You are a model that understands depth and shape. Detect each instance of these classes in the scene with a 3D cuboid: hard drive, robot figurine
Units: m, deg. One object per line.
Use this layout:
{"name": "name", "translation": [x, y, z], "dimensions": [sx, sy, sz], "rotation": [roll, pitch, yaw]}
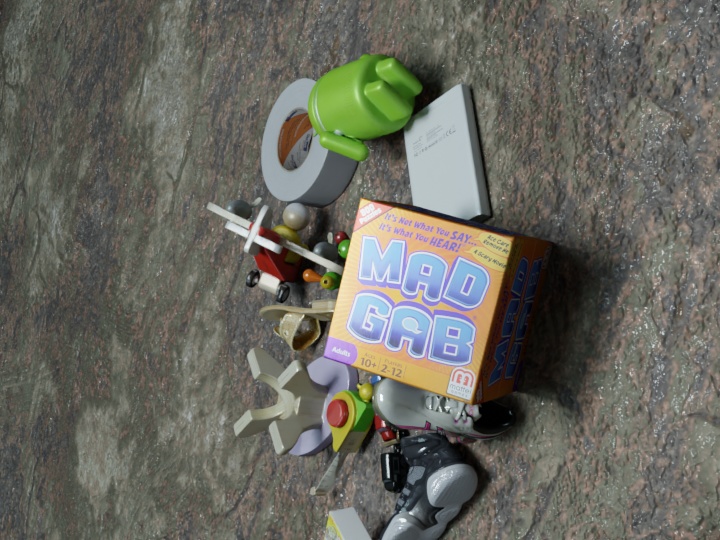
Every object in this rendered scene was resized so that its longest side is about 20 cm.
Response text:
{"name": "hard drive", "translation": [0.120, -0.145, 1.712], "dimensions": [0.132, 0.027, 0.202], "rotation": [-30, 59, 46]}
{"name": "robot figurine", "translation": [0.000, -0.251, 1.785], "dimensions": [0.199, 0.115, 0.176], "rotation": [-11, 49, 51]}

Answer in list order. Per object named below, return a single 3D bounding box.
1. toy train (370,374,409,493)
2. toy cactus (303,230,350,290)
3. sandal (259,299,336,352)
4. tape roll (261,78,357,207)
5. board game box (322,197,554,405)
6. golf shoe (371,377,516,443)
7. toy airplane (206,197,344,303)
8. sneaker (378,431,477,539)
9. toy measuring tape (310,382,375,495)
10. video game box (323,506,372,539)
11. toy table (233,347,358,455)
{"name": "toy train", "translation": [0.041, 0.217, 1.719], "dimensions": [0.034, 0.046, 0.202], "rotation": [-26, 62, 47]}
{"name": "toy cactus", "translation": [0.000, 0.000, 1.763], "dimensions": [0.102, 0.201, 0.166], "rotation": [10, 55, 30]}
{"name": "sandal", "translation": [-0.093, 0.093, 1.898], "dimensions": [0.211, 0.077, 0.070], "rotation": [-10, 68, 46]}
{"name": "tape roll", "translation": [-0.081, -0.206, 1.959], "dimensions": [0.200, 0.066, 0.202], "rotation": [-17, 68, 50]}
{"name": "board game box", "translation": [0.101, 0.035, 1.493], "dimensions": [0.198, 0.200, 0.202], "rotation": [16, 96, 22]}
{"name": "golf shoe", "translation": [0.106, 0.168, 1.516], "dimensions": [0.092, 0.199, 0.073], "rotation": [-21, 61, 51]}
{"name": "toy airplane", "translation": [-0.130, -0.054, 1.893], "dimensions": [0.142, 0.200, 0.199], "rotation": [-57, 24, -19]}
{"name": "sneaker", "translation": [0.080, 0.295, 1.633], "dimensions": [0.200, 0.075, 0.114], "rotation": [-53, 38, 32]}
{"name": "toy measuring tape", "translation": [-0.032, 0.242, 1.793], "dimensions": [0.201, 0.073, 0.074], "rotation": [-61, 41, 23]}
{"name": "video game box", "translation": [-0.001, 0.464, 1.677], "dimensions": [0.200, 0.046, 0.183], "rotation": [-124, 33, -43]}
{"name": "toy table", "translation": [-0.103, 0.206, 1.855], "dimensions": [0.201, 0.116, 0.184], "rotation": [-58, 43, 26]}
